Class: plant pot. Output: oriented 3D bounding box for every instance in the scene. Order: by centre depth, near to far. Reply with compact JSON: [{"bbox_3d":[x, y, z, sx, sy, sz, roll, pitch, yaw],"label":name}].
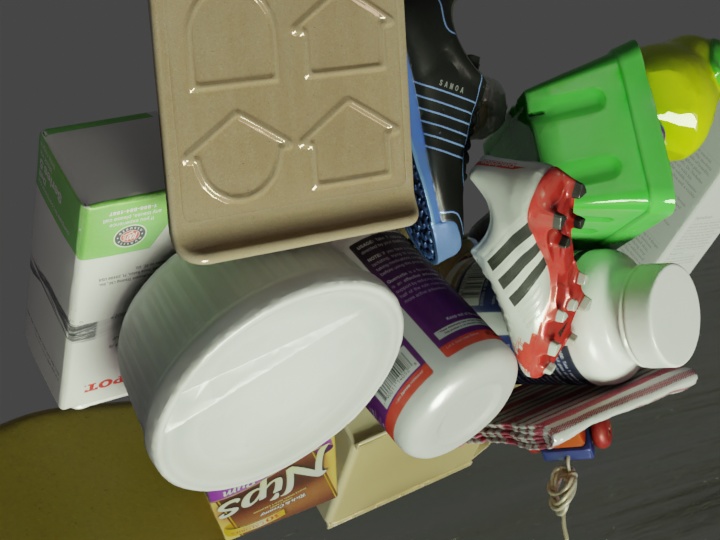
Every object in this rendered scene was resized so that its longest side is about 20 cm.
[{"bbox_3d":[-0.252,0.230,1.109,0.200,0.194,0.196,10,127,-41],"label":"plant pot"}]

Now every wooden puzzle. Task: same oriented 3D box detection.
[{"bbox_3d":[-0.052,-0.116,0.892,0.185,0.046,0.201,-12,100,-33],"label":"wooden puzzle"}]

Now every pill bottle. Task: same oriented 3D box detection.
[{"bbox_3d":[0.023,0.042,1.079,0.112,0.200,0.113,-30,149,-20],"label":"pill bottle"},{"bbox_3d":[0.171,0.039,1.140,0.200,0.111,0.111,-3,172,42],"label":"pill bottle"}]

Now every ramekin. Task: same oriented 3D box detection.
[{"bbox_3d":[-0.076,0.052,0.961,0.202,0.094,0.203,-27,148,-19],"label":"ramekin"}]

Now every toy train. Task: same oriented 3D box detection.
[{"bbox_3d":[0.188,0.145,1.323,0.084,0.201,0.116,-7,152,20],"label":"toy train"}]

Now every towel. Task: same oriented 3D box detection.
[{"bbox_3d":[0.173,0.115,1.168,0.146,0.030,0.200,-21,-175,-22],"label":"towel"}]

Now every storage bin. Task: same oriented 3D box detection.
[{"bbox_3d":[0.042,0.132,1.306,0.198,0.094,0.200,-21,154,-22],"label":"storage bin"}]

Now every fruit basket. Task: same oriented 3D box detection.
[{"bbox_3d":[0.213,-0.103,1.102,0.215,0.156,0.216,-11,172,-2],"label":"fruit basket"}]

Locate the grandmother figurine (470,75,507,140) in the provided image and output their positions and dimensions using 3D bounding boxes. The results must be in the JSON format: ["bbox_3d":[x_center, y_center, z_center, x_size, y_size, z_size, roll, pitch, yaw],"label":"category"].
[{"bbox_3d":[0.022,-0.099,1.046,0.200,0.061,0.121,-22,140,-20],"label":"grandmother figurine"}]

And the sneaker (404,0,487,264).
[{"bbox_3d":[0.057,-0.106,0.993,0.078,0.070,0.201,-20,112,-17],"label":"sneaker"}]

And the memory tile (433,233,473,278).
[{"bbox_3d":[0.051,0.026,1.261,0.200,0.017,0.153,-8,141,-42],"label":"memory tile"}]

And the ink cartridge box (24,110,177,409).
[{"bbox_3d":[-0.152,-0.010,0.978,0.145,0.084,0.200,-14,141,-30],"label":"ink cartridge box"}]

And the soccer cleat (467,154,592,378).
[{"bbox_3d":[0.120,-0.002,1.022,0.069,0.085,0.200,-48,147,-33],"label":"soccer cleat"}]

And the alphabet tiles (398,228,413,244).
[{"bbox_3d":[0.000,0.000,1.205,0.166,0.006,0.200,-17,143,-27],"label":"alphabet tiles"}]

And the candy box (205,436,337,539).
[{"bbox_3d":[-0.082,0.147,1.158,0.116,0.057,0.200,-20,149,-12],"label":"candy box"}]

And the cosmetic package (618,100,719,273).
[{"bbox_3d":[0.298,-0.091,1.274,0.071,0.102,0.200,-6,138,-39],"label":"cosmetic package"}]
